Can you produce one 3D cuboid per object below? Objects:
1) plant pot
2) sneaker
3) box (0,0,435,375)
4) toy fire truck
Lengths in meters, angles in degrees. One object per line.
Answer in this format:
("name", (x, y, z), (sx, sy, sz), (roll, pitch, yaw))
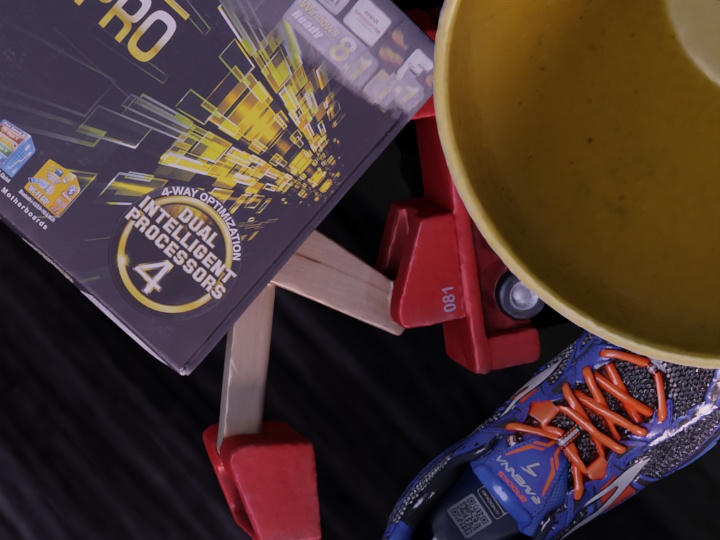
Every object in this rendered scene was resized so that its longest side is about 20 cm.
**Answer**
("plant pot", (0.142, -0.084, 1.100), (0.199, 0.142, 0.201), (9, 117, 18))
("sneaker", (0.083, 0.075, 1.210), (0.075, 0.078, 0.200), (47, 116, 6))
("box", (-0.089, -0.085, 1.119), (0.200, 0.049, 0.161), (43, 83, -17))
("toy fire truck", (0.000, 0.000, 1.203), (0.140, 0.049, 0.201), (-11, 101, -14))
